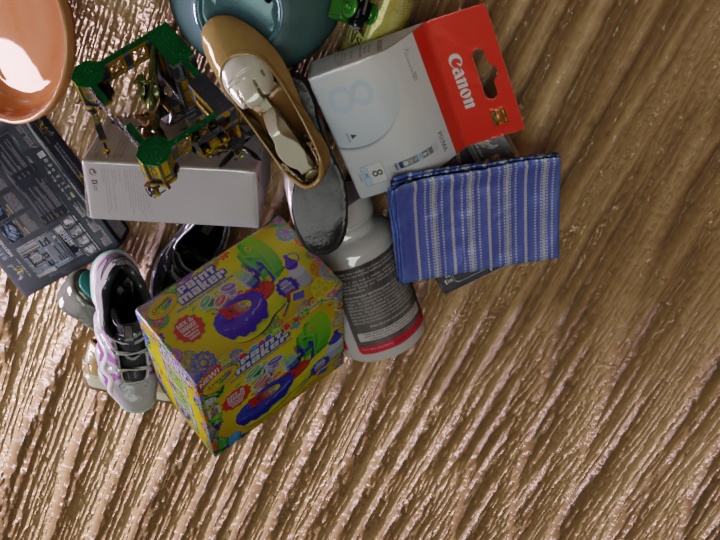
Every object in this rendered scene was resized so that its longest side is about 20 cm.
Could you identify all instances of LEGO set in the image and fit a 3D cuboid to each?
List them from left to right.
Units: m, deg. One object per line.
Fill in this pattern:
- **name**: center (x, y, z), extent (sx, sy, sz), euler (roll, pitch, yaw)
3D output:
- **LEGO set**: center (-0.210, -0.160, 1.161), extent (0.200, 0.154, 0.116), euler (39, 160, 22)

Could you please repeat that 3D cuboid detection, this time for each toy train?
- **toy train**: center (0.012, -0.347, 1.096), extent (0.041, 0.056, 0.202), euler (10, 98, -39)

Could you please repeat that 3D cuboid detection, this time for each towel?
- **towel**: center (0.132, -0.056, 1.213), extent (0.198, 0.024, 0.146), euler (-9, 126, -4)

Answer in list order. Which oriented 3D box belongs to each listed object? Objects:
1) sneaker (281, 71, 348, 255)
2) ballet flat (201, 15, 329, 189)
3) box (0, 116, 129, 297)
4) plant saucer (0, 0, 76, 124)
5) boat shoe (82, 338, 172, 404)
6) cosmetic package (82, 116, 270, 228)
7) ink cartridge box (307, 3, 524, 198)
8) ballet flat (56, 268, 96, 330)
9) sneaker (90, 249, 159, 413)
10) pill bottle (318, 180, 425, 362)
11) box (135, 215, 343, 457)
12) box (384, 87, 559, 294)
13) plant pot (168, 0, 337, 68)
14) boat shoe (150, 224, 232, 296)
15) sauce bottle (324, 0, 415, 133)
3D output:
- **sneaker**: center (-0.060, -0.124, 1.201), extent (0.067, 0.108, 0.203), euler (-15, 102, -3)
- **ballet flat**: center (-0.091, -0.167, 1.077), extent (0.068, 0.063, 0.200), euler (-29, 118, 16)
- **box**: center (-0.403, -0.083, 1.300), extent (0.157, 0.051, 0.201), euler (-26, 115, 17)
- **plant saucer**: center (-0.380, -0.263, 1.168), extent (0.199, 0.037, 0.202), euler (11, 110, 31)
- **boat shoe**: center (-0.266, 0.126, 1.400), extent (0.198, 0.072, 0.077), euler (6, 103, -1)
- **cosmetic package**: center (-0.207, -0.114, 1.233), extent (0.198, 0.113, 0.082), euler (6, 126, 3)
- **ink cartridge box**: center (0.063, -0.178, 1.153), extent (0.198, 0.047, 0.161), euler (-16, 124, 14)
- **ballet flat**: center (-0.294, 0.071, 1.351), extent (0.200, 0.068, 0.064), euler (38, 125, -21)
- **sneaker**: center (-0.271, 0.080, 1.243), extent (0.077, 0.140, 0.202), euler (-14, 100, -17)
- **pill bottle**: center (0.000, 0.000, 1.284), extent (0.110, 0.111, 0.201), euler (-14, 117, 12)
- **box**: center (-0.132, 0.078, 1.237), extent (0.199, 0.122, 0.193), euler (-35, 153, -20)
- **box**: center (0.121, -0.090, 1.261), extent (0.157, 0.048, 0.201), euler (-26, 113, 16)
- **plant pot**: center (-0.117, -0.290, 1.120), extent (0.198, 0.135, 0.202), euler (2, 119, 3)
- **boat shoe**: center (-0.208, -0.012, 1.314), extent (0.071, 0.068, 0.200), euler (31, 119, -12)
- **sauce bottle**: center (0.007, -0.242, 1.176), extent (0.065, 0.066, 0.201), euler (18, 116, -6)
